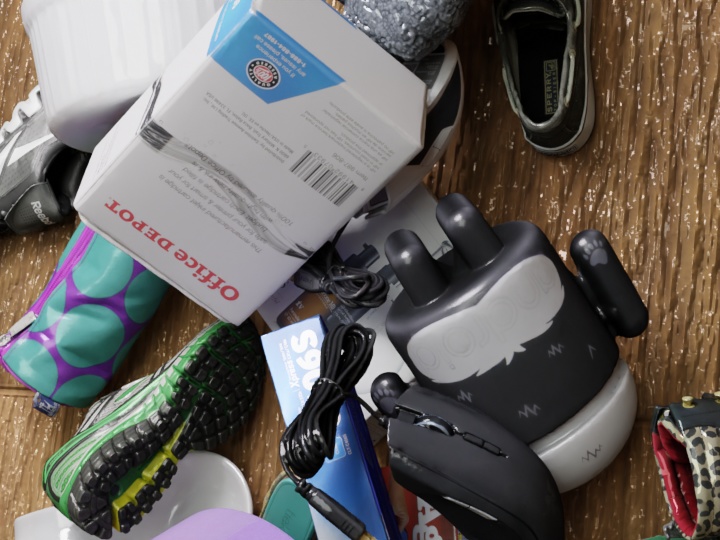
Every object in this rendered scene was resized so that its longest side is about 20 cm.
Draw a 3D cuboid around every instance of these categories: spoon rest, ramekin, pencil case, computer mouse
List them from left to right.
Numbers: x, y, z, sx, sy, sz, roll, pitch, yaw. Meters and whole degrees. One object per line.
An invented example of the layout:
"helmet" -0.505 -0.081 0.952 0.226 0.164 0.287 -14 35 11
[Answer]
"pencil case" -0.189 0.004 1.347 0.201 0.092 0.085 -57 40 9
"spoon rest" -0.168 0.185 1.321 0.198 0.061 0.101 -11 69 20
"ramekin" -0.142 -0.153 1.335 0.198 0.200 0.099 -12 79 19
"computer mouse" 0.023 -0.065 1.259 0.109 0.044 0.201 10 69 60
"computer mouse" 0.046 0.123 1.082 0.200 0.141 0.046 42 131 -8

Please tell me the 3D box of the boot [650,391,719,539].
"boot" 0.255 0.066 1.137 0.152 0.074 0.206 -5 75 -13

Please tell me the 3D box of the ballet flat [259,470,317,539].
"ballet flat" -0.056 0.206 1.259 0.071 0.070 0.201 46 124 27

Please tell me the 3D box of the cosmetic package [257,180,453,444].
"cosmetic package" 0.000 0.000 1.310 0.151 0.052 0.200 -41 64 4

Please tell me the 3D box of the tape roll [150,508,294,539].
"tape roll" -0.082 0.259 1.192 0.199 0.065 0.202 21 123 37

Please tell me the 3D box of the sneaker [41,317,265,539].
"sneaker" -0.148 0.097 1.303 0.200 0.079 0.085 -41 38 -26

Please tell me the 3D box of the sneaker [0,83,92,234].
"sneaker" -0.272 -0.059 1.430 0.200 0.066 0.091 -44 62 4

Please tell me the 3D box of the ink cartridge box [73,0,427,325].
"ink cartridge box" -0.073 -0.081 1.217 0.200 0.144 0.085 -42 22 29

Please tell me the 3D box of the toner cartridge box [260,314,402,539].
"toner cartridge box" -0.008 0.137 1.134 0.043 0.095 0.202 -20 62 4

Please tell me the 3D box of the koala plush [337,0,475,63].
"koala plush" -0.001 -0.254 1.248 0.200 0.184 0.177 42 123 -14

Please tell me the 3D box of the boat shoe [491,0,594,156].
"boat shoe" 0.128 -0.184 1.300 0.070 0.064 0.202 -13 70 19

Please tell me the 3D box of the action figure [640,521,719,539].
"action figure" 0.207 0.194 1.133 0.198 0.055 0.119 -19 63 -15

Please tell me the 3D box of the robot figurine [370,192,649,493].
"robot figurine" 0.094 0.049 1.186 0.150 0.125 0.201 -24 107 40

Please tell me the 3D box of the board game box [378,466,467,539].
"board game box" 0.037 0.223 1.159 0.102 0.019 0.203 -16 74 51
